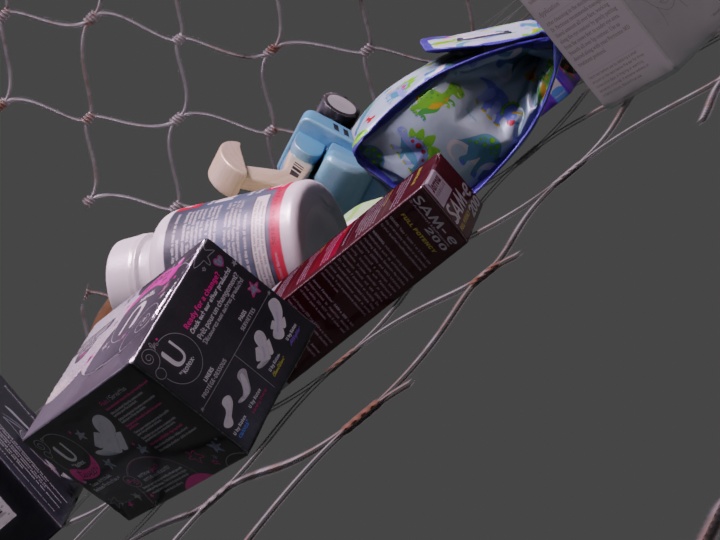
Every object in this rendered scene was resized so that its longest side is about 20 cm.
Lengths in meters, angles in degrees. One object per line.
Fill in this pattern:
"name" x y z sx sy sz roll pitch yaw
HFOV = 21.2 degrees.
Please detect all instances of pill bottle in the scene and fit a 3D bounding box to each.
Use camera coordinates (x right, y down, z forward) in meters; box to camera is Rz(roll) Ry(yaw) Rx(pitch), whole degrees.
"pill bottle" -0.117 -0.003 1.683 0.199 0.120 0.120 -12 18 23

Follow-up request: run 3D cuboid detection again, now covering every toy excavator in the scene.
"toy excavator" -0.055 -0.112 2.089 0.100 0.193 0.200 -60 6 30

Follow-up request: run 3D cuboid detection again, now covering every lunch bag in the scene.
"lunch bag" 0.091 -0.143 1.666 0.200 0.128 0.170 -40 8 7

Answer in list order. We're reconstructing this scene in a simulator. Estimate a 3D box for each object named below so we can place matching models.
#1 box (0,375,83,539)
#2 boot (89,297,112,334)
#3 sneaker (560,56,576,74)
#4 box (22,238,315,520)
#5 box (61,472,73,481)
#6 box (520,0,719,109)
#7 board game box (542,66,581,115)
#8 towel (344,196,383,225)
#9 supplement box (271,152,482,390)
"box" -0.357 0.202 1.856 0.104 0.148 0.200 -40 5 4
"boot" -0.192 0.011 2.027 0.199 0.071 0.146 -31 9 2
"sneaker" 0.211 -0.210 1.744 0.086 0.080 0.200 -51 -6 23
"box" -0.148 0.084 1.462 0.200 0.115 0.133 -32 24 51
"box" -0.233 0.104 1.896 0.137 0.040 0.201 -88 21 -81
"box" 0.200 -0.257 1.486 0.152 0.200 0.106 -42 7 -26
"board game box" 0.163 -0.182 1.883 0.134 0.045 0.200 -37 7 27
"towel" -0.010 -0.031 1.836 0.149 0.031 0.200 -23 15 35
"supplement box" 0.000 0.000 1.528 0.200 0.061 0.109 -39 7 19
